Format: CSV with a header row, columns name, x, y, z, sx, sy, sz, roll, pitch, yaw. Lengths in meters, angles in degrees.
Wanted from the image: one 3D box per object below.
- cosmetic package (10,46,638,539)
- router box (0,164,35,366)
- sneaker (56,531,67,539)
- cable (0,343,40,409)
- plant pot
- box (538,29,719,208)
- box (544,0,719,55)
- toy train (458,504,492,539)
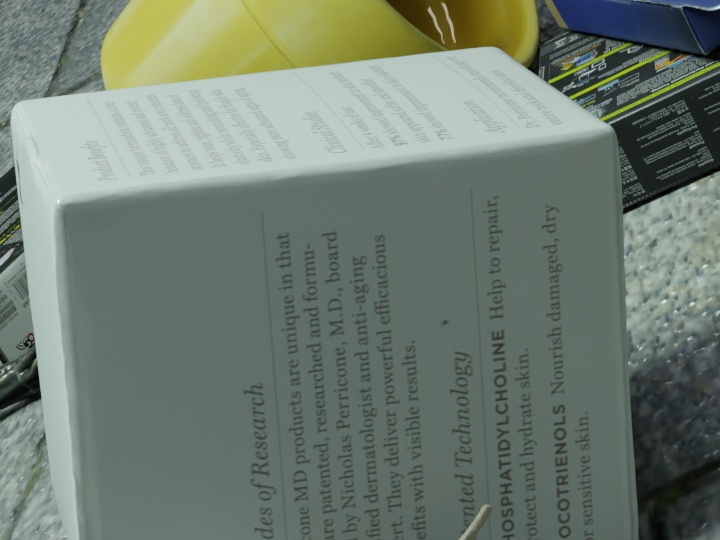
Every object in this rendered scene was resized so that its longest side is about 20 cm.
name,x,y,z,sx,sy,sz,roll,pitch,yaw
cosmetic package,-0.018,0.021,1.049,0.199,0.167,0.167,-7,16,-9
router box,-0.200,-0.006,1.647,0.149,0.051,0.200,-13,25,44
sneaker,-0.086,0.163,1.050,0.112,0.078,0.200,-8,35,33
cable,-0.166,0.038,1.492,0.199,0.050,0.097,-18,20,32
plant pot,-0.036,-0.137,1.551,0.189,0.201,0.201,-36,14,29
box,0.181,-0.106,1.360,0.199,0.044,0.160,-25,20,15
box,0.176,-0.151,1.360,0.121,0.032,0.200,-34,17,-11
toy train,0.035,0.144,0.881,0.115,0.085,0.200,25,40,25
